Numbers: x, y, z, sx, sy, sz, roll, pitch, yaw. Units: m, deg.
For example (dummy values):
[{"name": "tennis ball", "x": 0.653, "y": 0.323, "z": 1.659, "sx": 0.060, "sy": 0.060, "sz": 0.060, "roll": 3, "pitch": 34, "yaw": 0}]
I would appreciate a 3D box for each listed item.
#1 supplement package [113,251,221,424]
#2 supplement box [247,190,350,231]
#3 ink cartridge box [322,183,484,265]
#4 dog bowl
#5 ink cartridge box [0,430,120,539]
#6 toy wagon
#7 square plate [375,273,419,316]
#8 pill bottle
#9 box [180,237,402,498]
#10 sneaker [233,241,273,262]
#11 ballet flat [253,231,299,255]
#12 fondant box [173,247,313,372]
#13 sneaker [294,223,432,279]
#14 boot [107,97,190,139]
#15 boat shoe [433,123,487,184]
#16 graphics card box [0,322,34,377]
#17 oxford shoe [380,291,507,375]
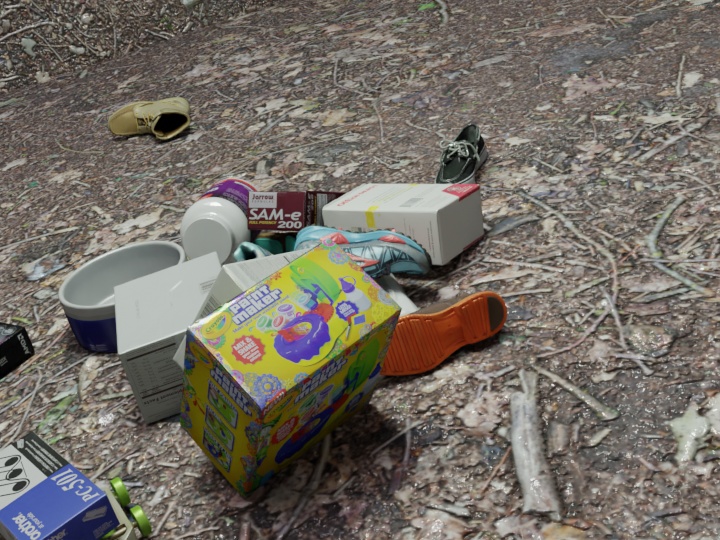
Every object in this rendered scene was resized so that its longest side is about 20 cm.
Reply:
[{"name": "supplement package", "x": -0.235, "y": 0.084, "z": 1.338, "sx": 0.154, "sy": 0.112, "sz": 0.200, "roll": -19, "pitch": 28, "yaw": -7}, {"name": "supplement box", "x": -0.076, "y": -0.092, "z": 1.560, "sx": 0.107, "sy": 0.062, "sz": 0.199, "roll": 2, "pitch": 3, "yaw": 30}, {"name": "ink cartridge box", "x": 0.064, "y": -0.072, "z": 1.494, "sx": 0.198, "sy": 0.085, "sz": 0.145, "roll": 4, "pitch": 22, "yaw": 33}, {"name": "dog bowl", "x": -0.348, "y": 0.037, "z": 1.524, "sx": 0.197, "sy": 0.080, "sz": 0.201, "roll": -12, "pitch": 27, "yaw": 6}, {"name": "ink cartridge box", "x": -0.345, "y": 0.244, "z": 1.074, "sx": 0.094, "sy": 0.045, "sz": 0.199, "roll": -33, "pitch": 32, "yaw": -29}, {"name": "toy wagon", "x": -0.318, "y": 0.282, "z": 1.084, "sx": 0.154, "sy": 0.040, "sz": 0.199, "roll": -26, "pitch": 28, "yaw": -22}, {"name": "square plate", "x": -0.033, "y": 0.049, "z": 1.395, "sx": 0.197, "sy": 0.029, "sz": 0.198, "roll": -19, "pitch": 27, "yaw": -8}, {"name": "pill bottle", "x": -0.218, "y": -0.072, "z": 1.596, "sx": 0.111, "sy": 0.114, "sz": 0.200, "roll": -10, "pitch": 16, "yaw": 9}, {"name": "box", "x": -0.081, "y": 0.106, "z": 1.093, "sx": 0.199, "sy": 0.194, "sz": 0.122, "roll": -33, "pitch": 65, "yaw": -32}, {"name": "sneaker", "x": -0.148, "y": 0.035, "z": 1.382, "sx": 0.077, "sy": 0.086, "sz": 0.201, "roll": -41, "pitch": 29, "yaw": 18}, {"name": "ballet flat", "x": -0.092, "y": -0.029, "z": 1.534, "sx": 0.072, "sy": 0.069, "sz": 0.199, "roll": -14, "pitch": 11, "yaw": -30}, {"name": "fondant box", "x": -0.110, "y": 0.053, "z": 1.189, "sx": 0.058, "sy": 0.145, "sz": 0.199, "roll": 44, "pitch": 29, "yaw": 22}, {"name": "sneaker", "x": 0.000, "y": 0.000, "z": 1.385, "sx": 0.197, "sy": 0.080, "sz": 0.097, "roll": 4, "pitch": 61, "yaw": 17}, {"name": "boot", "x": -0.489, "y": -0.342, "z": 2.329, "sx": 0.197, "sy": 0.074, "sz": 0.156, "roll": -12, "pitch": 24, "yaw": -7}, {"name": "boat shoe", "x": 0.169, "y": -0.190, "z": 1.704, "sx": 0.073, "sy": 0.069, "sz": 0.200, "roll": 1, "pitch": 31, "yaw": 29}, {"name": "graphics card box", "x": -0.592, "y": 0.146, "z": 1.471, "sx": 0.124, "sy": 0.052, "sz": 0.200, "roll": 6, "pitch": 32, "yaw": 36}, {"name": "oxford shoe", "x": 0.083, "y": 0.080, "z": 1.253, "sx": 0.197, "sy": 0.072, "sz": 0.073, "roll": -17, "pitch": 7, "yaw": -14}]
